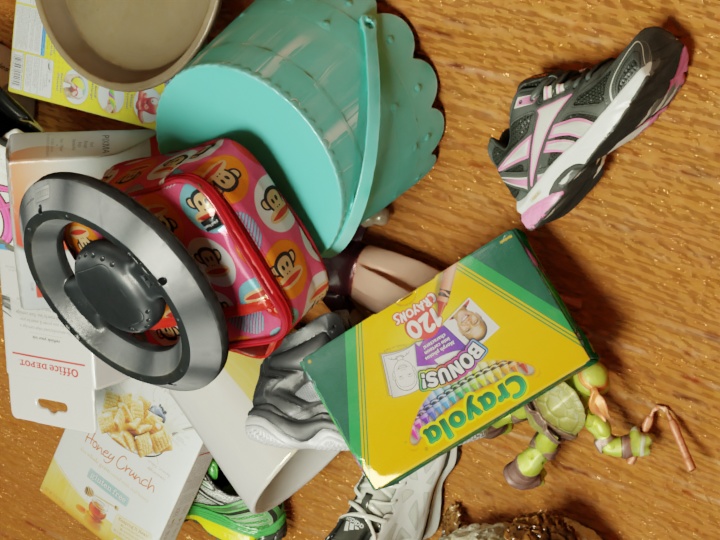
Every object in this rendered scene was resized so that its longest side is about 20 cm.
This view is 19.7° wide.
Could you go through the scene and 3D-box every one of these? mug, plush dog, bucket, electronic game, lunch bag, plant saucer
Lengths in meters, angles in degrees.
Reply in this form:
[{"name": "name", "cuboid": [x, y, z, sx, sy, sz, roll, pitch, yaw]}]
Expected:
[{"name": "mug", "cuboid": [-0.076, 0.095, 1.813, 0.153, 0.187, 0.149, 45, 172, 14]}, {"name": "plush dog", "cuboid": [0.139, 0.263, 1.766, 0.171, 0.161, 0.200, -16, 140, 30]}, {"name": "bucket", "cuboid": [-0.049, -0.111, 1.603, 0.207, 0.135, 0.208, 23, 135, 25]}, {"name": "electronic game", "cuboid": [-0.179, 0.010, 1.554, 0.200, 0.042, 0.200, 28, 144, 23]}, {"name": "lunch bag", "cuboid": [-0.122, -0.005, 1.592, 0.200, 0.082, 0.176, -11, 118, 47]}, {"name": "plant saucer", "cuboid": [-0.180, -0.242, 1.638, 0.199, 0.029, 0.201, 5, 99, 35]}]

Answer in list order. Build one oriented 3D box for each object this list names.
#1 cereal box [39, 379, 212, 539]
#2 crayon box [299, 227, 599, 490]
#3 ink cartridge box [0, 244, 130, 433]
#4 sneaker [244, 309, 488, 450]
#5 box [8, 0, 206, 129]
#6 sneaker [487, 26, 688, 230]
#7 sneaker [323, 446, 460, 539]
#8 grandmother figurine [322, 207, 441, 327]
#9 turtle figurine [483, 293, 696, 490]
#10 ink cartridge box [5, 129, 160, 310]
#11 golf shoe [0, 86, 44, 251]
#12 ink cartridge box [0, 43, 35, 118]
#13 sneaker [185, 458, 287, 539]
[{"name": "cereal box", "cuboid": [-0.209, 0.161, 1.949, 0.144, 0.039, 0.201, 33, 111, 24]}, {"name": "crayon box", "cuboid": [0.070, 0.070, 1.605, 0.200, 0.058, 0.119, -32, 81, 10]}, {"name": "ink cartridge box", "cuboid": [-0.267, 0.039, 1.905, 0.116, 0.067, 0.201, 8, 106, 35]}, {"name": "sneaker", "cuboid": [0.005, 0.089, 1.685, 0.199, 0.075, 0.114, 1, 89, 4]}, {"name": "box", "cuboid": [-0.199, -0.186, 1.704, 0.199, 0.048, 0.118, 18, 107, 34]}, {"name": "sneaker", "cuboid": [0.150, -0.113, 1.486, 0.086, 0.080, 0.200, 51, 134, 11]}, {"name": "sneaker", "cuboid": [0.025, 0.191, 1.792, 0.075, 0.115, 0.201, 23, 133, 24]}, {"name": "grandmother figurine", "cuboid": [0.000, 0.000, 1.708, 0.199, 0.061, 0.122, 22, 110, 23]}, {"name": "turtle figurine", "cuboid": [0.162, 0.118, 1.661, 0.200, 0.064, 0.161, 44, 139, 2]}, {"name": "ink cartridge box", "cuboid": [-0.196, -0.042, 1.762, 0.199, 0.050, 0.163, -1, 129, -3]}, {"name": "golf shoe", "cuboid": [-0.302, -0.090, 1.772, 0.092, 0.073, 0.200, -7, 130, 34]}, {"name": "ink cartridge box", "cuboid": [-0.381, -0.124, 1.904, 0.145, 0.084, 0.200, 29, 135, 18]}, {"name": "sneaker", "cuboid": [-0.158, 0.196, 1.990, 0.199, 0.078, 0.085, 15, 123, 19]}]
